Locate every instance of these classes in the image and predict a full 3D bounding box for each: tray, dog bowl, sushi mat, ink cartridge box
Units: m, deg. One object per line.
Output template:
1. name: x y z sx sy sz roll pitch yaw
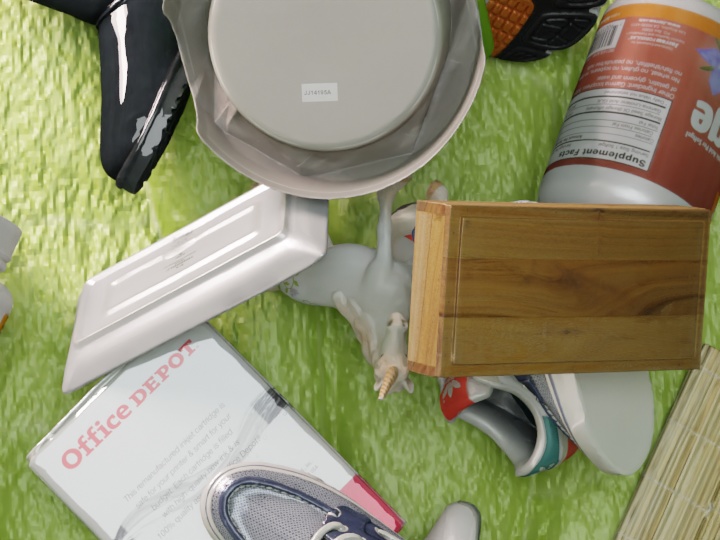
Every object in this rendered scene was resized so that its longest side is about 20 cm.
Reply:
1. tray: -0.108 -0.001 1.429 0.200 0.107 0.022 -27 120 19
2. tray: 0.120 0.010 1.334 0.200 0.037 0.099 0 96 -36
3. dog bowl: -0.020 -0.147 1.392 0.200 0.059 0.200 1 101 6
4. sushi mat: 0.229 0.155 1.497 0.096 0.012 0.200 25 82 0
5. ink cartridge box: -0.093 0.144 1.449 0.145 0.083 0.200 -44 86 -8

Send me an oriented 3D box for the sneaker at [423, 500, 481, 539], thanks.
1. sneaker: 0.013 0.232 1.450 0.080 0.070 0.200 28 82 4

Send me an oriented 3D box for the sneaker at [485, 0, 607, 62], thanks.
1. sneaker: 0.138 -0.226 1.499 0.076 0.092 0.200 23 125 -27

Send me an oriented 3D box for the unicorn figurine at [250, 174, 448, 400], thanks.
1. unicorn figurine: 0.000 0.000 1.450 0.074 0.200 0.137 14 92 -38

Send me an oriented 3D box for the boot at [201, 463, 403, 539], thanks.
1. boot: -0.003 0.176 1.356 0.200 0.090 0.073 29 81 -2

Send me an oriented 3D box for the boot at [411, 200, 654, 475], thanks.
1. boot: 0.109 0.041 1.413 0.073 0.090 0.200 -43 118 -35

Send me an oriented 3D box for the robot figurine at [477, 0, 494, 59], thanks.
1. robot figurine: 0.003 -0.190 1.471 0.175 0.116 0.200 30 102 27

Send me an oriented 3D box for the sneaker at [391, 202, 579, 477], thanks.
1. sneaker: 0.075 0.046 1.460 0.200 0.070 0.093 52 46 2

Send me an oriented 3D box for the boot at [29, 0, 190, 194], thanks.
1. boot: -0.183 -0.166 1.493 0.168 0.076 0.200 21 75 -3

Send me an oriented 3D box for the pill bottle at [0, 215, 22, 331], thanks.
1. pill bottle: -0.294 0.047 1.442 0.109 0.109 0.200 25 81 1

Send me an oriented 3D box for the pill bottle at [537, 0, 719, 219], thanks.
1. pill bottle: 0.181 -0.070 1.463 0.112 0.112 0.200 21 71 1
